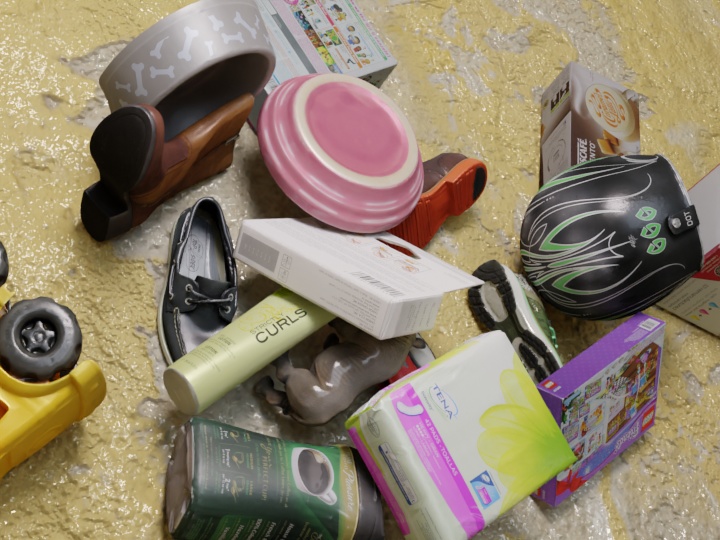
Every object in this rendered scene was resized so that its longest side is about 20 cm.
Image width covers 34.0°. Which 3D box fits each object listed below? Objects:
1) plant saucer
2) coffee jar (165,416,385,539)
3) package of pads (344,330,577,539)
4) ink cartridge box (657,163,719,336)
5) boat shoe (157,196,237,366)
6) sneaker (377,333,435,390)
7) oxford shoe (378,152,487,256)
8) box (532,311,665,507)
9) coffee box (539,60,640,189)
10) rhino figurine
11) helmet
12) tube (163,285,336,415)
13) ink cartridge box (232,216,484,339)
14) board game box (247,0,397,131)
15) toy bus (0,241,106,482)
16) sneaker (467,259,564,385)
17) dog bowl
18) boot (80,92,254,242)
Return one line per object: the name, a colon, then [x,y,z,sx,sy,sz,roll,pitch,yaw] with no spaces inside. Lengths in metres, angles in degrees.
plant saucer: [-0.013,-0.137,1.265,0.197,0.051,0.203,16,51,-21]
coffee jar: [-0.074,0.203,1.073,0.197,0.086,0.105,14,41,-21]
package of pads: [0.094,0.158,1.110,0.198,0.068,0.156,-23,81,-41]
ink cartridge box: [0.492,-0.008,1.496,0.197,0.146,0.146,25,51,-13]
boat shoe: [-0.154,0.016,1.161,0.073,0.066,0.202,15,55,-21]
sneaker: [0.062,0.145,1.213,0.084,0.077,0.200,-36,75,-24]
oxford shoe: [0.058,-0.075,1.355,0.199,0.072,0.072,-32,45,-32]
box: [0.257,0.147,1.274,0.039,0.139,0.199,23,36,38]
coffee box: [0.295,-0.154,1.519,0.113,0.080,0.203,21,52,-16]
rhino figurine: [-0.004,0.083,1.166,0.199,0.060,0.087,-33,54,-23]
helmet: [0.278,-0.035,1.350,0.188,0.200,0.203,-19,66,3]
tube: [-0.100,0.063,1.123,0.199,0.052,0.058,-34,90,-36]
ink cartridge box: [0.000,0.000,1.189,0.198,0.045,0.175,28,20,31]
board game box: [-0.074,-0.261,1.386,0.198,0.064,0.149,-24,75,-37]
toy bus: [-0.340,0.087,0.983,0.200,0.136,0.192,44,65,5]
sneaker: [0.201,0.078,1.329,0.088,0.077,0.203,-6,67,-46]
dog bowl: [-0.172,-0.192,1.195,0.199,0.200,0.059,-27,78,-39]
boot: [-0.172,-0.125,1.162,0.068,0.189,0.199,42,50,16]
